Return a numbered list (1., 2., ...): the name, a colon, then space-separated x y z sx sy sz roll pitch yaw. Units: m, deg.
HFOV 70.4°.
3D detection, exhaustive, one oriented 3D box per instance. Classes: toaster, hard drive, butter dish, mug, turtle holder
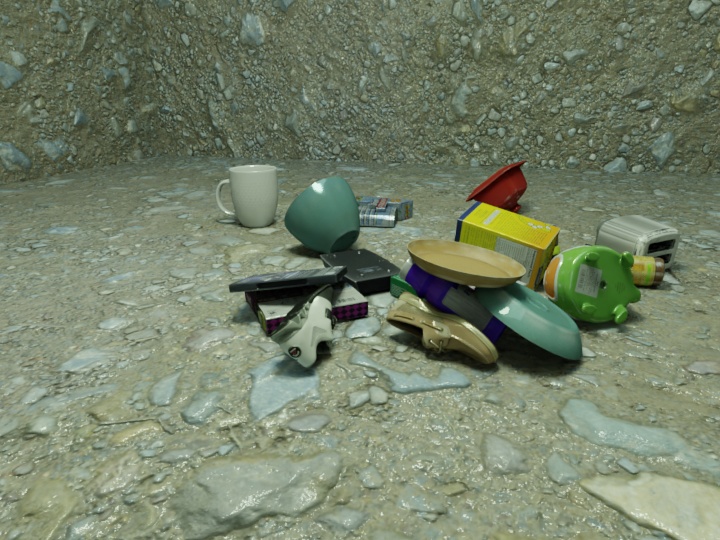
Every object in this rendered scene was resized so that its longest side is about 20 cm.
1. toaster: 0.651 -0.061 1.210 0.198 0.115 0.129 -8 23 -25
2. hard drive: 0.000 0.000 1.145 0.134 0.043 0.200 -9 21 -25
3. butter dish: 0.495 -0.262 1.748 0.199 0.149 0.199 -37 -6 39
4. mug: -0.355 -0.231 1.599 0.197 0.177 0.148 0 19 3
5. turtle holder: 0.429 0.019 0.948 0.184 0.143 0.132 -17 7 -18

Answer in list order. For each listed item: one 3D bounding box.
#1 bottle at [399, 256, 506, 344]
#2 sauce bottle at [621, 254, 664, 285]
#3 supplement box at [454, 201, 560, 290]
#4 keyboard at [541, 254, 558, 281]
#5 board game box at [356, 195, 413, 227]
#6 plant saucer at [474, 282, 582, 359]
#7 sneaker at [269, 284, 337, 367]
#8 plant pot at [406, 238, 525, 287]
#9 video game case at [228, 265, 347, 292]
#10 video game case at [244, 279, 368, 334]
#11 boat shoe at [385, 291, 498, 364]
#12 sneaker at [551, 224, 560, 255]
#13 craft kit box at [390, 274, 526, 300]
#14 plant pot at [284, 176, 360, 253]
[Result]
1. bottle: 0.158 0.047 0.870 0.199 0.066 0.083 36 16 20
2. sauce bottle: 0.553 -0.004 1.124 0.198 0.065 0.065 3 19 15
3. supplement box: 0.318 -0.059 1.132 0.199 0.110 0.109 24 41 27
4. keyboard: 0.454 -0.016 1.194 0.198 0.040 0.104 -7 21 -22
5. board game box: 0.070 -0.195 1.667 0.197 0.062 0.200 2 19 8
6. plant saucer: 0.282 0.067 0.835 0.198 0.036 0.200 26 19 -10
7. sneaker: -0.077 0.092 0.841 0.074 0.089 0.200 -35 9 25
8. plant pot: 0.173 -0.011 0.852 0.198 0.028 0.200 9 18 -3
9. video game case: -0.132 0.015 0.975 0.197 0.019 0.143 -7 6 7
10. video game case: -0.110 0.057 0.993 0.198 0.036 0.181 -9 21 -23
11. boat shoe: 0.129 0.106 0.829 0.199 0.072 0.065 27 67 39
12. sneaker: 0.415 -0.068 1.265 0.198 0.082 0.074 -10 11 -31
13. craft kit box: 0.196 0.038 1.040 0.196 0.049 0.199 -11 22 -36
14. plant pot: -0.078 -0.121 1.315 0.199 0.201 0.135 -18 63 -41
